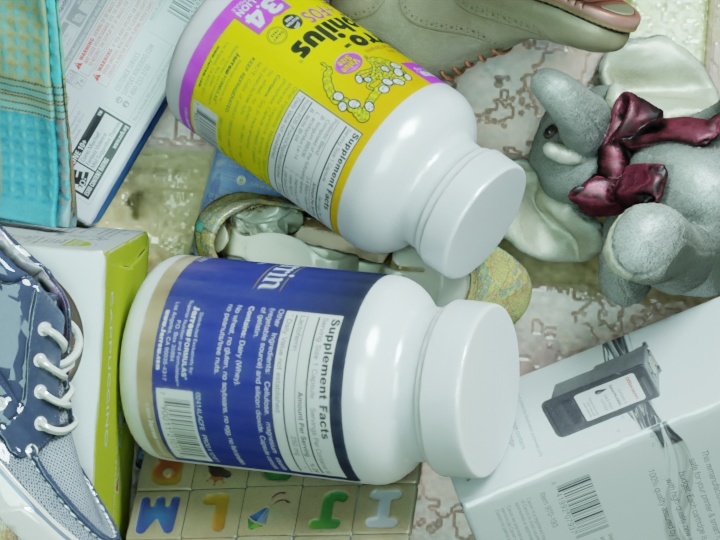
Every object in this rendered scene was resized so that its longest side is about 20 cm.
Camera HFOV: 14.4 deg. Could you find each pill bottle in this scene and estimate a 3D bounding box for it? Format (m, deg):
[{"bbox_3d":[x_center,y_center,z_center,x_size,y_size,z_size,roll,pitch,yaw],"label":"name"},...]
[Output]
[{"bbox_3d":[-0.006,-0.079,1.597,0.200,0.104,0.105,35,94,22],"label":"pill bottle"},{"bbox_3d":[-0.021,0.056,1.559,0.199,0.116,0.117,6,93,22],"label":"pill bottle"}]

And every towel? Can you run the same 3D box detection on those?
[{"bbox_3d":[-0.230,-0.119,1.565,0.146,0.022,0.201,6,117,14],"label":"towel"}]

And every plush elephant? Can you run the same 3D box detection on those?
[{"bbox_3d":[0.155,-0.063,1.606,0.154,0.200,0.165,31,80,22],"label":"plush elephant"}]

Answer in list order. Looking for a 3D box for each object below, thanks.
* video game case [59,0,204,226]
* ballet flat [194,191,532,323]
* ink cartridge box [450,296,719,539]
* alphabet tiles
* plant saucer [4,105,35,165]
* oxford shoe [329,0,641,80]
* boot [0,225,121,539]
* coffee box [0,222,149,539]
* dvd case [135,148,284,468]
[{"bbox_3d":[-0.182,-0.158,1.658,0.181,0.045,0.201,31,94,0],"label":"video game case"},{"bbox_3d":[0.000,0.000,1.632,0.199,0.071,0.071,14,93,1],"label":"ballet flat"},{"bbox_3d":[0.159,0.116,1.610,0.199,0.084,0.146,-22,130,2],"label":"ink cartridge box"},{"bbox_3d":[-0.048,0.122,1.593,0.165,0.006,0.201,-2,50,15],"label":"alphabet tiles"},{"bbox_3d":[-0.263,-0.134,1.602,0.199,0.037,0.201,8,117,15],"label":"plant saucer"},{"bbox_3d":[0.068,-0.141,1.617,0.199,0.071,0.074,16,102,35],"label":"oxford shoe"},{"bbox_3d":[-0.170,0.062,1.455,0.090,0.073,0.200,-40,92,8],"label":"boot"},{"bbox_3d":[-0.228,0.074,1.594,0.196,0.200,0.201,4,94,2],"label":"coffee box"},{"bbox_3d":[-0.040,0.037,1.677,0.142,0.018,0.201,15,92,1],"label":"dvd case"}]
